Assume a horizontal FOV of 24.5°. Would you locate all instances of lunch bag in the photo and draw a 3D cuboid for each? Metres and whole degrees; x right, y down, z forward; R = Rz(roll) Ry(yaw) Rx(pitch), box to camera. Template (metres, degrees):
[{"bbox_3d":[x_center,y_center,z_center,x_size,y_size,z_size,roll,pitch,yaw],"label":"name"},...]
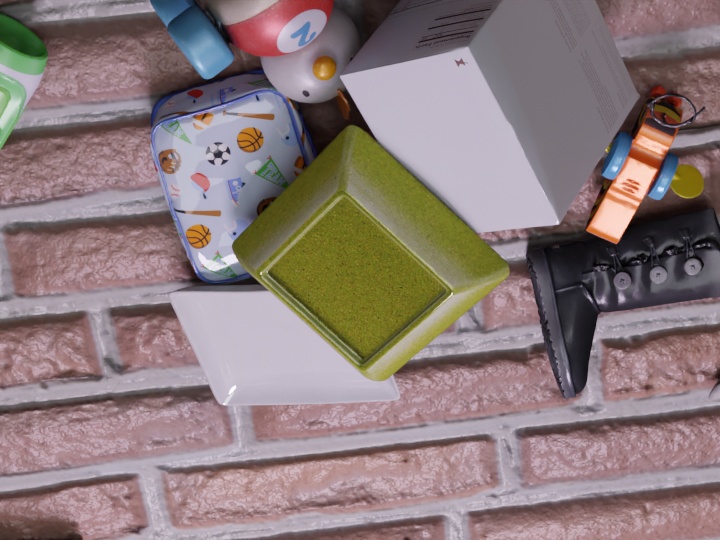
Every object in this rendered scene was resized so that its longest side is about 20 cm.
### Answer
[{"bbox_3d":[-0.110,-0.088,1.606,0.160,0.076,0.201,-17,117,1],"label":"lunch bag"}]

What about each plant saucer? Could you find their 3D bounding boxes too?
[{"bbox_3d":[0.000,0.000,1.513,0.200,0.048,0.200,42,126,-8],"label":"plant saucer"}]

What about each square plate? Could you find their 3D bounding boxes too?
[{"bbox_3d":[-0.072,0.070,1.669,0.199,0.029,0.198,-3,140,12],"label":"square plate"}]

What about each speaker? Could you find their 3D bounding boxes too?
[{"bbox_3d":[-0.371,-0.140,1.545,0.088,0.089,0.200,29,111,-19],"label":"speaker"}]

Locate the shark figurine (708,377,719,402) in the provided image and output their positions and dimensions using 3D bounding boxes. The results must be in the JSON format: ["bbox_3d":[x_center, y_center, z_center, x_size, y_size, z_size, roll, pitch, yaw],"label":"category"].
[{"bbox_3d":[0.440,0.055,1.730,0.128,0.090,0.215,-4,120,-5],"label":"shark figurine"}]

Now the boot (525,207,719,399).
[{"bbox_3d":[0.285,0.033,1.701,0.199,0.066,0.165,-14,103,-1],"label":"boot"}]

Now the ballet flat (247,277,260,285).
[{"bbox_3d":[-0.015,0.028,1.681,0.199,0.064,0.068,10,117,-10],"label":"ballet flat"}]

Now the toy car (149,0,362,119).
[{"bbox_3d":[-0.053,-0.211,1.492,0.184,0.177,0.200,-37,120,1],"label":"toy car"}]

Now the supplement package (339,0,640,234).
[{"bbox_3d":[0.121,-0.168,1.491,0.147,0.200,0.192,-6,125,40],"label":"supplement package"}]

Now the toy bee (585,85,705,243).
[{"bbox_3d":[0.288,-0.121,1.619,0.131,0.109,0.200,39,136,-15],"label":"toy bee"}]
